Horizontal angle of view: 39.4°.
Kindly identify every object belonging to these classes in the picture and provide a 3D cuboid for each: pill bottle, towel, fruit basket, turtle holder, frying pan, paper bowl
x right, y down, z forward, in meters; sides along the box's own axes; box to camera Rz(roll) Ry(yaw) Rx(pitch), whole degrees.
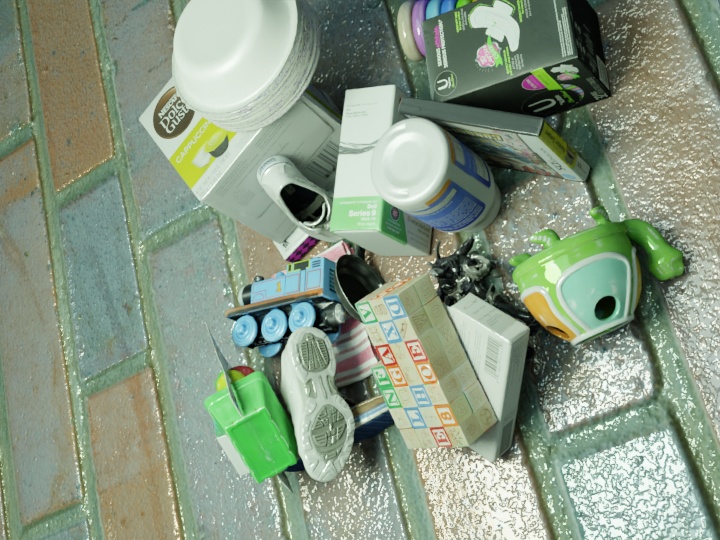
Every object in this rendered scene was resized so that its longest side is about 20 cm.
[{"bbox_3d":[0.105,-0.112,1.292,0.111,0.199,0.114,-8,74,29],"label":"pill bottle"},{"bbox_3d":[-0.054,0.074,1.447,0.145,0.030,0.202,-25,66,25],"label":"towel"},{"bbox_3d":[-0.160,0.187,1.360,0.093,0.186,0.200,-31,32,-10],"label":"fruit basket"},{"bbox_3d":[0.279,0.010,1.208,0.141,0.184,0.133,-43,66,55],"label":"turtle holder"},{"bbox_3d":[-0.010,-0.001,1.389,0.031,0.114,0.192,-37,61,28],"label":"frying pan"},{"bbox_3d":[-0.157,-0.287,1.279,0.198,0.104,0.203,-10,70,27],"label":"paper bowl"}]

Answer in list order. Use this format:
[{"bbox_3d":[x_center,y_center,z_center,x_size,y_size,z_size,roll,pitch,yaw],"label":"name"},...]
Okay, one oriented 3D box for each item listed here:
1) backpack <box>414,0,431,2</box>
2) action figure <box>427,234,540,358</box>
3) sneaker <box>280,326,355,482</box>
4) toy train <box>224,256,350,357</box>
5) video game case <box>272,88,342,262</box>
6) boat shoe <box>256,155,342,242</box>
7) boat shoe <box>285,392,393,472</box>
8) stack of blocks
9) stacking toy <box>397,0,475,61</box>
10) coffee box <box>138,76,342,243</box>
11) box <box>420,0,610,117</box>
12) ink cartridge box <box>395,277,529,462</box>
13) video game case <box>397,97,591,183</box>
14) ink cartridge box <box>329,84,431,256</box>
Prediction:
[{"bbox_3d":[0.086,-0.480,1.395,0.167,0.199,0.164,22,89,34],"label":"backpack"},{"bbox_3d":[0.143,0.032,1.294,0.200,0.102,0.120,41,112,31],"label":"action figure"},{"bbox_3d":[-0.063,0.182,1.334,0.099,0.077,0.203,138,127,-60],"label":"sneaker"},{"bbox_3d":[-0.102,0.053,1.424,0.198,0.086,0.116,-13,63,34],"label":"toy train"},{"bbox_3d":[-0.081,-0.143,1.513,0.200,0.036,0.182,-44,59,15],"label":"video game case"},{"bbox_3d":[-0.069,-0.082,1.390,0.074,0.199,0.066,-46,49,10],"label":"boat shoe"},{"bbox_3d":[-0.038,0.207,1.379,0.199,0.072,0.073,-30,63,23],"label":"boat shoe"},{"bbox_3d":[0.070,0.113,1.218,0.115,0.058,0.202,-14,104,52],"label":"stack of blocks"},{"bbox_3d":[0.155,-0.352,1.399,0.198,0.085,0.087,-8,74,24],"label":"stacking toy"},{"bbox_3d":[-0.153,-0.199,1.431,0.200,0.199,0.198,-47,58,10],"label":"coffee box"},{"bbox_3d":[0.201,-0.274,1.303,0.198,0.148,0.126,-14,73,28],"label":"box"},{"bbox_3d":[0.118,0.116,1.250,0.175,0.045,0.202,31,135,32],"label":"ink cartridge box"},{"bbox_3d":[0.172,-0.165,1.274,0.198,0.180,0.026,15,85,33],"label":"video game case"},{"bbox_3d":[0.037,-0.133,1.371,0.083,0.145,0.203,-1,78,32],"label":"ink cartridge box"}]
